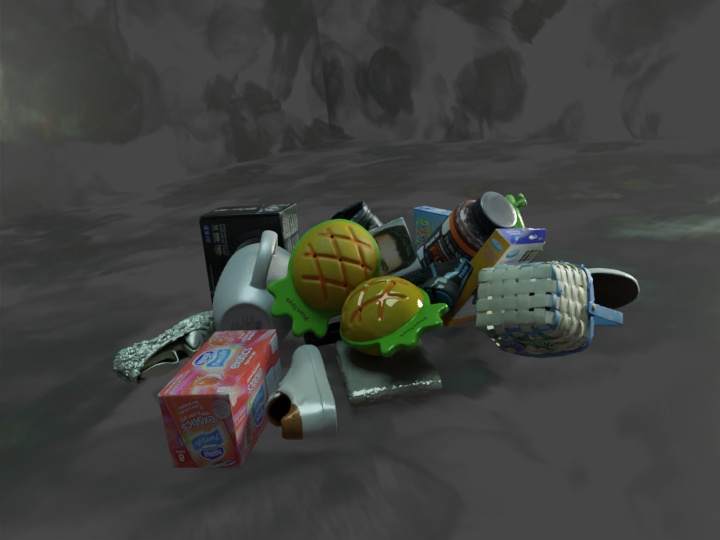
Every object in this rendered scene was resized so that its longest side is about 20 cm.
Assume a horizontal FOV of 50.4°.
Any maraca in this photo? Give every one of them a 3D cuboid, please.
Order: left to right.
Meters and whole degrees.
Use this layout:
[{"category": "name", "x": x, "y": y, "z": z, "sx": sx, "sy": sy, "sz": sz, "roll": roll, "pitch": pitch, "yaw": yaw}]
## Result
[{"category": "maraca", "x": -0.054, "y": 0.011, "z": 1.184, "sx": 0.200, "sy": 0.137, "sz": 0.107, "roll": -49, "pitch": -2, "yaw": -17}, {"category": "maraca", "x": 0.043, "y": 0.069, "z": 1.079, "sx": 0.137, "sy": 0.108, "sz": 0.199, "roll": -39, "pitch": 23, "yaw": -16}]

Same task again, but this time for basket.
[{"category": "basket", "x": 0.267, "y": 0.058, "z": 1.125, "sx": 0.175, "sy": 0.141, "sz": 0.199, "roll": -6, "pitch": -11, "yaw": 43}]

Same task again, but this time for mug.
[{"category": "mug", "x": -0.167, "y": 0.032, "z": 1.255, "sx": 0.146, "sy": 0.202, "sz": 0.176, "roll": 13, "pitch": 23, "yaw": -3}]

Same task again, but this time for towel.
[{"category": "towel", "x": 0.035, "y": 0.140, "z": 1.106, "sx": 0.131, "sy": 0.035, "sz": 0.200, "roll": -9, "pitch": 18, "yaw": -5}]

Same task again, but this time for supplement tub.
[{"category": "supplement tub", "x": 0.174, "y": -0.044, "z": 1.272, "sx": 0.106, "sy": 0.108, "sz": 0.200, "roll": -20, "pitch": -20, "yaw": -39}]

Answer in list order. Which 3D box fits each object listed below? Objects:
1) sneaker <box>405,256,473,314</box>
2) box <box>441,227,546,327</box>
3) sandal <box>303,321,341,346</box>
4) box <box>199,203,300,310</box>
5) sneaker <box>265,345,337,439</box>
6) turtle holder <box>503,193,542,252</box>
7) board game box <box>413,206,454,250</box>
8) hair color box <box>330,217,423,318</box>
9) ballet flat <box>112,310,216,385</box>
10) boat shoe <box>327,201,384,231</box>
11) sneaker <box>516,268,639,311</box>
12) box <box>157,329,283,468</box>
[{"category": "sneaker", "x": 0.107, "y": 0.032, "z": 1.194, "sx": 0.082, "sy": 0.073, "sz": 0.199, "roll": -51, "pitch": 16, "yaw": -24}, {"category": "box", "x": 0.208, "y": 0.002, "z": 1.206, "sx": 0.118, "sy": 0.201, "sz": 0.042, "roll": -5, "pitch": 46, "yaw": -52}, {"category": "sandal", "x": 0.001, "y": 0.086, "z": 1.275, "sx": 0.197, "sy": 0.046, "sz": 0.075, "roll": -9, "pitch": 15, "yaw": -9}, {"category": "box", "x": -0.194, "y": -0.014, "z": 1.409, "sx": 0.161, "sy": 0.203, "sz": 0.086, "roll": 0, "pitch": 16, "yaw": 17}, {"category": "sneaker", "x": -0.086, "y": 0.155, "z": 1.003, "sx": 0.083, "sy": 0.074, "sz": 0.200, "roll": -6, "pitch": 18, "yaw": -10}, {"category": "turtle holder", "x": 0.289, "y": -0.083, "z": 1.571, "sx": 0.130, "sy": 0.142, "sz": 0.186, "roll": -21, "pitch": 23, "yaw": 12}, {"category": "board game box", "x": 0.171, "y": -0.031, "z": 1.414, "sx": 0.036, "sy": 0.153, "sz": 0.199, "roll": -14, "pitch": 18, "yaw": -31}, {"category": "hair color box", "x": 0.000, "y": 0.000, "z": 1.280, "sx": 0.198, "sy": 0.100, "sz": 0.061, "roll": -22, "pitch": -22, "yaw": 5}, {"category": "ballet flat", "x": -0.298, "y": 0.131, "z": 1.227, "sx": 0.199, "sy": 0.073, "sz": 0.071, "roll": -27, "pitch": 26, "yaw": -37}, {"category": "boat shoe", "x": -0.049, "y": -0.039, "z": 1.357, "sx": 0.199, "sy": 0.091, "sz": 0.071, "roll": -37, "pitch": 33, "yaw": 8}, {"category": "sneaker", "x": 0.365, "y": 0.024, "z": 1.293, "sx": 0.197, "sy": 0.074, "sz": 0.085, "roll": -3, "pitch": 19, "yaw": 16}, {"category": "box", "x": -0.173, "y": 0.161, "z": 0.996, "sx": 0.093, "sy": 0.104, "sz": 0.200, "roll": -3, "pitch": 18, "yaw": 12}]
